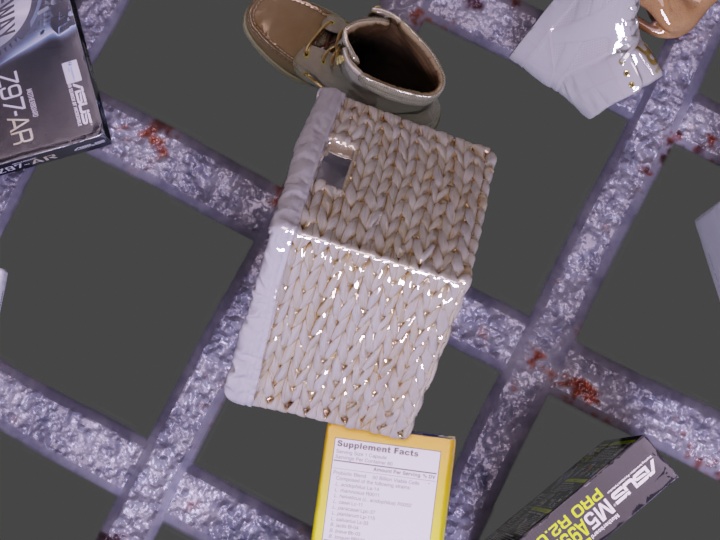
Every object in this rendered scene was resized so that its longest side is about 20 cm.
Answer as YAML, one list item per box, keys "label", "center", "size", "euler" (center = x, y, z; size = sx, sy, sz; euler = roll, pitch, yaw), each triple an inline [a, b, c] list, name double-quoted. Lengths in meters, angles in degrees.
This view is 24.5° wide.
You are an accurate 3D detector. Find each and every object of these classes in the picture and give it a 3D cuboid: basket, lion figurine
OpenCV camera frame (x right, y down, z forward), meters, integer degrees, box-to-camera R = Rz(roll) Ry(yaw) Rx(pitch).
- label: "basket"
  center: [0.000, 0.000, 1.341]
  size: [0.160, 0.201, 0.199]
  euler: [18, 40, -1]
- label: "lion figurine"
  center: [0.305, -0.262, 1.478]
  size: [0.200, 0.072, 0.123]
  euler: [-38, 92, 9]

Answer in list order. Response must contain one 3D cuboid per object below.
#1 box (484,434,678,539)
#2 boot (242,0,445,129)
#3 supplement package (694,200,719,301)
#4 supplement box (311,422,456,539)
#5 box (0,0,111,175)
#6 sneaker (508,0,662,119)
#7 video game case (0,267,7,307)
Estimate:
- label: "box"
  center: [0.167, 0.201, 1.345]
  size: [0.160, 0.200, 0.044]
  euler: [-38, 85, -5]
- label: "boot"
  center: [-0.015, -0.191, 1.415]
  size: [0.199, 0.155, 0.072]
  euler: [34, 84, 4]
- label: "supplement package"
  center: [0.405, -0.028, 1.420]
  size: [0.199, 0.110, 0.115]
  euler: [-17, 84, -2]
- label: "supplement box"
  center: [0.013, 0.232, 1.386]
  size: [0.108, 0.110, 0.202]
  euler: [8, 84, 1]
- label: "box"
  center: [-0.323, -0.188, 1.470]
  size: [0.159, 0.044, 0.202]
  euler: [-15, 83, -2]
- label: "sneaker"
  center: [0.229, -0.220, 1.427]
  size: [0.115, 0.200, 0.074]
  euler: [40, 40, 1]
- label: "video game case"
  center: [-0.423, 0.071, 1.448]
  size: [0.198, 0.023, 0.183]
  euler: [10, 83, 1]
